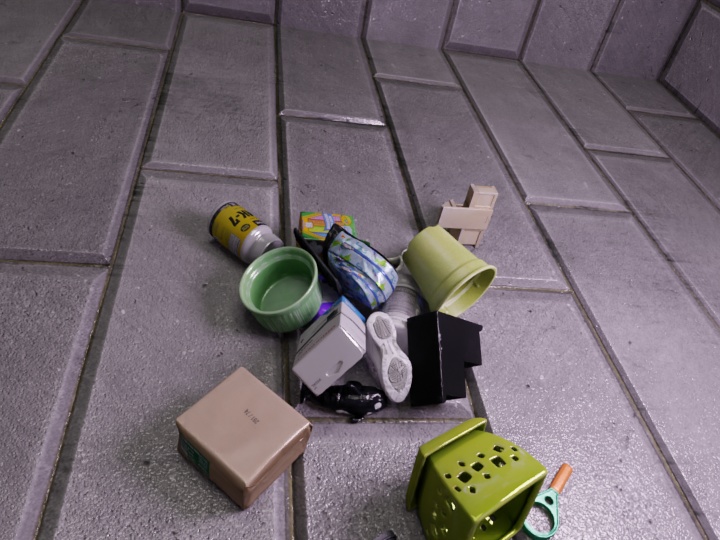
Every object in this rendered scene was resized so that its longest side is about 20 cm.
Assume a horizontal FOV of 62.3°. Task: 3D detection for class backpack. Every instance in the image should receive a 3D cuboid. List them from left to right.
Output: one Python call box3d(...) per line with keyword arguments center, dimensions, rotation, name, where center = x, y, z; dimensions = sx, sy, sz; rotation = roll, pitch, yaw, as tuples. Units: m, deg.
box3d(center=(0.000, 0.000, 1.465), dimensions=(0.196, 0.164, 0.156), rotation=(20, 62, 16), name="backpack")

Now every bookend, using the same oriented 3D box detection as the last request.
box3d(center=(0.205, 0.216, 1.387), dimensions=(0.198, 0.091, 0.204), rotation=(18, 64, -45), name="bookend")

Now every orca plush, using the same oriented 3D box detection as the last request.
box3d(center=(-0.032, 0.261, 1.308), dimensions=(0.195, 0.072, 0.106), rotation=(17, 40, 4), name="orca plush")

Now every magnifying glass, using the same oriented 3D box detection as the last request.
box3d(center=(0.391, 0.473, 1.232), dimensions=(0.079, 0.023, 0.199), rotation=(34, 46, 22), name="magnifying glass")

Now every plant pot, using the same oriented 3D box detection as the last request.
box3d(center=(0.205, -0.004, 1.475), dimensions=(0.197, 0.202, 0.185), rotation=(-21, 60, -34), name="plant pot")
box3d(center=(0.201, 0.410, 1.117), dimensions=(0.197, 0.203, 0.181), rotation=(-17, 42, -31), name="plant pot")

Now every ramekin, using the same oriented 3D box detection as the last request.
box3d(center=(-0.185, 0.051, 1.437), dimensions=(0.195, 0.099, 0.203), rotation=(-9, 48, 11), name="ramekin")

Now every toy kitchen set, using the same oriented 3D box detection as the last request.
box3d(center=(0.292, -0.204, 1.828), dimensions=(0.159, 0.203, 0.183), rotation=(1, 41, -15), name="toy kitchen set")

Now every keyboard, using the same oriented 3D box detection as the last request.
box3d(center=(-0.103, -0.012, 1.471), dimensions=(0.020, 0.128, 0.201), rotation=(-35, 61, -7), name="keyboard")

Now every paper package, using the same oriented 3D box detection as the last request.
box3d(center=(-0.228, 0.322, 1.160), dimensions=(0.198, 0.105, 0.190), rotation=(33, 44, 20), name="paper package")

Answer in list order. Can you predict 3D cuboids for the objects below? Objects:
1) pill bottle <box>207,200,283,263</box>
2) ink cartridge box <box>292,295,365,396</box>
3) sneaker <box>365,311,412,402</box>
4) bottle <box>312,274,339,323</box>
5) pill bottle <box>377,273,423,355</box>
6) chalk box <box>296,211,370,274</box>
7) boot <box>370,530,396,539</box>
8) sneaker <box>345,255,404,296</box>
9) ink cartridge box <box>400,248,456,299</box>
box3d(center=(-0.307, -0.092, 1.598), dimensions=(0.198, 0.116, 0.114), rotation=(34, 44, 22), name="pill bottle")
box3d(center=(-0.064, 0.158, 1.294), dimensions=(0.084, 0.144, 0.200), rotation=(45, 10, -11), name="ink cartridge box")
box3d(center=(0.057, 0.200, 1.357), dimensions=(0.076, 0.099, 0.205), rotation=(-10, 76, -21), name="sneaker")
box3d(center=(-0.086, 0.098, 1.482), dimensions=(0.081, 0.066, 0.202), rotation=(-3, 43, -18), name="bottle")
box3d(center=(0.098, 0.107, 1.487), dimensions=(0.111, 0.116, 0.202), rotation=(15, 41, 2), name="pill bottle")
box3d(center=(-0.074, -0.070, 1.633), dimensions=(0.195, 0.127, 0.126), rotation=(4, 41, -13), name="chalk box")
box3d(center=(0.024, 0.557, 0.989), dimensions=(0.196, 0.074, 0.162), rotation=(-26, 51, -28), name="boot")
box3d(center=(0.029, 0.007, 1.586), dimensions=(0.196, 0.101, 0.076), rotation=(-16, 53, -19), name="sneaker")
box3d(center=(0.218, 0.012, 1.652), dimensions=(0.143, 0.086, 0.199), rotation=(-27, 56, -38), name="ink cartridge box")
